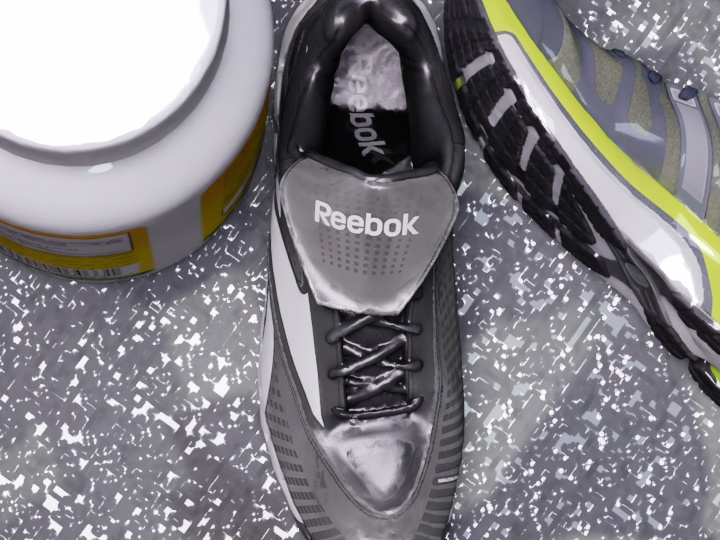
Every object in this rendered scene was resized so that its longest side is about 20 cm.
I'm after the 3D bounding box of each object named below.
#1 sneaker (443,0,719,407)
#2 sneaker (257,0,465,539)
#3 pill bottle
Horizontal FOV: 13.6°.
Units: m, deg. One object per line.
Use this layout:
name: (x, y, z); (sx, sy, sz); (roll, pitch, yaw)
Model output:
sneaker: (0.105, -0.031, 0.966); (0.081, 0.074, 0.200); (-43, 93, -15)
sneaker: (0.000, 0.000, 0.940); (0.066, 0.091, 0.201); (-1, 84, -2)
pill bottle: (-0.081, -0.062, 0.888); (0.112, 0.200, 0.114); (0, 84, -2)
